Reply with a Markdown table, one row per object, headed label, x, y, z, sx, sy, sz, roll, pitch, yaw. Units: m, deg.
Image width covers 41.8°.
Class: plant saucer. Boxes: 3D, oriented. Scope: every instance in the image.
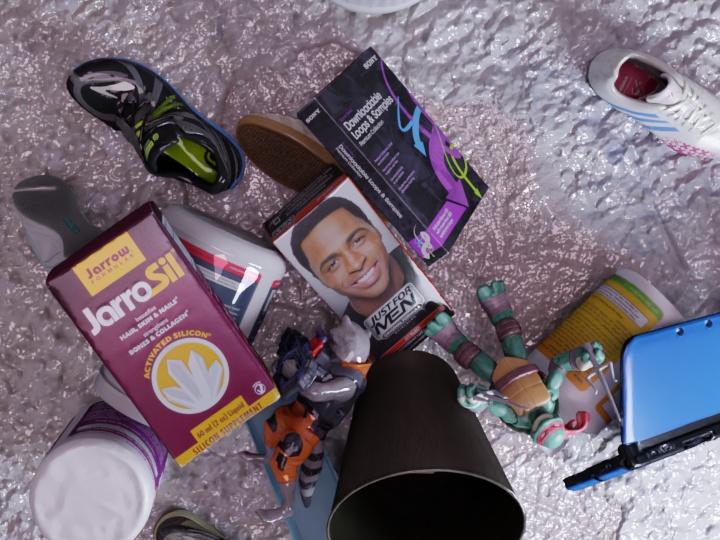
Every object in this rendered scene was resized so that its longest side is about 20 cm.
| label | x | y | z | sx | sy | sz | roll | pitch | yaw |
| --- | --- | --- | --- | --- | --- | --- | --- | --- | --- |
| plant saucer | -0.062 | 0.210 | 0.988 | 0.069 | 0.019 | 0.201 | -30 | 60 | 4 |

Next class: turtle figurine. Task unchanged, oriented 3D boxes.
| label | x | y | z | sx | sy | sz | roll | pitch | yaw |
| --- | --- | --- | --- | --- | --- | --- | --- | --- | --- |
| turtle figurine | 0.155 | 0.107 | 0.933 | 0.148 | 0.200 | 0.101 | -20 | 139 | -19 |

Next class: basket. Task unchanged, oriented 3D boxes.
| label | x | y | z | sx | sy | sz | roll | pitch | yaw |
| --- | --- | --- | --- | --- | --- | --- | --- | --- | --- |
| basket | 0.057 | 0.180 | 0.922 | 0.178 | 0.201 | 0.137 | -2 | 120 | 0 |

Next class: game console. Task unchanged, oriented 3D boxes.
| label | x | y | z | sx | sy | sz | roll | pitch | yaw |
| --- | --- | --- | --- | --- | --- | --- | --- | --- | --- |
| game console | 0.312 | 0.137 | 0.996 | 0.198 | 0.171 | 0.119 | -9 | 70 | -31 |

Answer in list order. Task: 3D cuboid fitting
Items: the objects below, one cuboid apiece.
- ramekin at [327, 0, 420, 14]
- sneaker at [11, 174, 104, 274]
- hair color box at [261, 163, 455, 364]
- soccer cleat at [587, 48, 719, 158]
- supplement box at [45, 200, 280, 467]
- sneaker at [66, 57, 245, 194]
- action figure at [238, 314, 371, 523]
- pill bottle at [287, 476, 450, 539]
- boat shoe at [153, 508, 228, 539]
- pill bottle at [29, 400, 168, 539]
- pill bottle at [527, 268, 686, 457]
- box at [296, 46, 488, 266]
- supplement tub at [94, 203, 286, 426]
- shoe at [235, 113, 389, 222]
| label | x | y | z | sx | sy | sz | roll | pitch | yaw |
| --- | --- | --- | --- | --- | --- | --- | --- | --- | --- |
| ramekin | 0.018 | -0.366 | 0.942 | 0.200 | 0.094 | 0.205 | -1 | 98 | -6 |
| sneaker | -0.275 | -0.008 | 0.932 | 0.070 | 0.081 | 0.200 | -26 | 57 | -27 |
| hair color box | 0.000 | 0.000 | 0.977 | 0.101 | 0.061 | 0.200 | -41 | 116 | 0 |
| soccer cleat | 0.334 | -0.173 | 1.003 | 0.198 | 0.086 | 0.070 | 24 | 94 | -9 |
| supplement box | -0.173 | 0.054 | 0.835 | 0.110 | 0.086 | 0.201 | -34 | 105 | -6 |
| sneaker | -0.205 | -0.146 | 0.950 | 0.199 | 0.083 | 0.071 | 35 | 112 | -8 |
| action figure | -0.050 | 0.130 | 0.950 | 0.104 | 0.200 | 0.195 | 29 | 101 | -11 |
| pill bottle | 0.024 | 0.270 | 1.015 | 0.198 | 0.112 | 0.113 | -14 | 99 | -4 |
| boat shoe | -0.140 | 0.335 | 1.030 | 0.199 | 0.065 | 0.074 | 30 | 92 | -10 |
| pill bottle | -0.249 | 0.192 | 0.932 | 0.111 | 0.200 | 0.114 | -1 | 98 | -5 |
| pill bottle | 0.249 | 0.104 | 1.017 | 0.200 | 0.111 | 0.111 | -43 | 99 | 1 |
| box | 0.039 | -0.120 | 0.958 | 0.200 | 0.143 | 0.036 | 47 | 130 | -9 |
| supplement tub | -0.172 | 0.048 | 0.952 | 0.139 | 0.140 | 0.202 | 25 | 94 | -8 |
| shoe | -0.037 | -0.114 | 0.995 | 0.198 | 0.054 | 0.070 | 26 | 136 | -6 |
